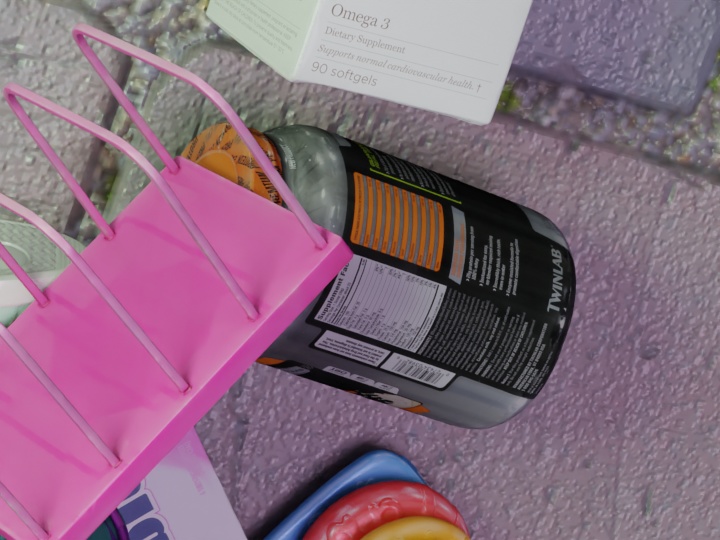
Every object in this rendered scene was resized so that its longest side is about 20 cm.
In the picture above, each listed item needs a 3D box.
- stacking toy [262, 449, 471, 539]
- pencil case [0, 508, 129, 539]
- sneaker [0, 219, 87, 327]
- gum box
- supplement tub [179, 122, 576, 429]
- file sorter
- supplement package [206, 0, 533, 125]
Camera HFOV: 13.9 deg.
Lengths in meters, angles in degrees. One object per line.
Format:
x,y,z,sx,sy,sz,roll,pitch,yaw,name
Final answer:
0.038,0.189,1.555,0.110,0.200,0.116,-39,121,-6,stacking toy
-0.199,0.165,1.440,0.092,0.085,0.200,-10,158,-47,pencil case
-0.223,0.046,1.449,0.200,0.074,0.118,-12,121,-22,sneaker
-0.112,0.172,1.554,0.113,0.066,0.200,-30,120,-13,gum box
0.000,0.000,1.504,0.200,0.123,0.123,20,101,-30,supplement tub
-0.137,0.003,1.339,0.200,0.139,0.125,-47,129,-14,file sorter
0.023,-0.189,1.439,0.117,0.117,0.200,11,105,-28,supplement package
